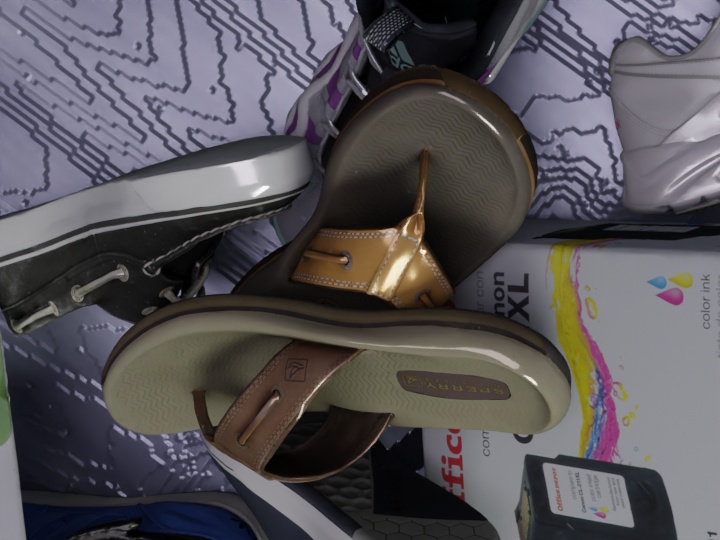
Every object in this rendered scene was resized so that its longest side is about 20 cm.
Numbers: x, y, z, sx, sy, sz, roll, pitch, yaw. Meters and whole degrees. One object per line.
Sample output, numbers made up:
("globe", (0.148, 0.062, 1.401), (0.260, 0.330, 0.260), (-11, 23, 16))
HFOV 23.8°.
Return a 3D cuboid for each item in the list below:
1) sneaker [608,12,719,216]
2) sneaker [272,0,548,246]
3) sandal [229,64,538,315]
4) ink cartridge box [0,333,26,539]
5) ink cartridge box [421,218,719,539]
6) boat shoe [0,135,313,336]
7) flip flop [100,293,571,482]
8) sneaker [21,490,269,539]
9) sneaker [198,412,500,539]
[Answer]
("sneaker", (0.193, -0.092, 0.707), (0.198, 0.078, 0.100), (-17, 90, 12))
("sneaker", (0.014, -0.083, 0.706), (0.077, 0.140, 0.201), (31, 102, 4))
("sandal", (0.000, 0.000, 0.674), (0.081, 0.055, 0.200), (31, 133, -17))
("ink cartridge box", (-0.194, 0.112, 0.715), (0.103, 0.059, 0.202), (-4, 58, -16))
("ink cartridge box", (0.121, 0.057, 0.689), (0.199, 0.082, 0.147), (3, 99, 42))
("boat shoe", (-0.092, -0.012, 0.751), (0.199, 0.070, 0.064), (-13, 98, 41))
("flip flop", (-0.016, 0.054, 0.668), (0.198, 0.081, 0.058), (1, 59, 21))
("sneaker", (-0.146, 0.149, 0.783), (0.198, 0.111, 0.078), (-5, 97, 11))
("sneaker", (-0.017, 0.139, 0.744), (0.076, 0.202, 0.148), (-10, 118, -27))
